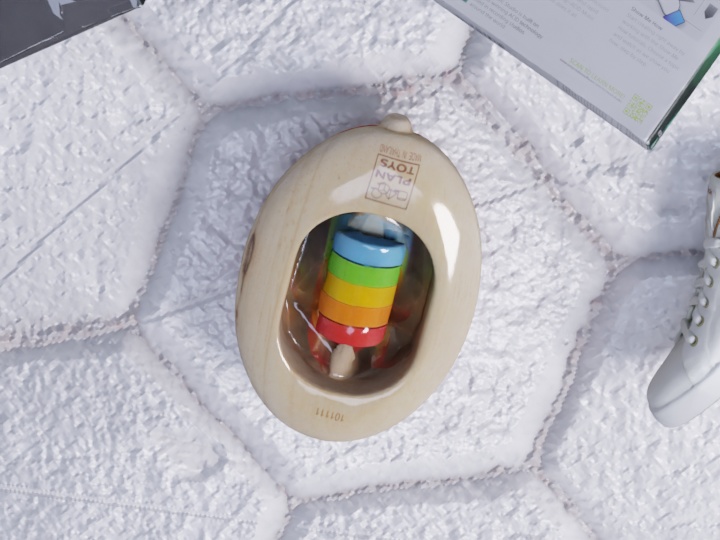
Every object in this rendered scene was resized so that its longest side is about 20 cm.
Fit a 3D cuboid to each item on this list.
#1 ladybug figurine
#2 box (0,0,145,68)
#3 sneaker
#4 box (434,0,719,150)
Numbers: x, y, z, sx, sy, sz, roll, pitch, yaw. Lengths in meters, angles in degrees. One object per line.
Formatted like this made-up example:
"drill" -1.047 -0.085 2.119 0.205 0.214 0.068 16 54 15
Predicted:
"ladybug figurine" 0.000 0.000 1.557 0.135 0.072 0.201 16 114 -5
"box" -0.184 -0.205 1.408 0.124 0.200 0.149 -23 111 12
"sneaker" 0.211 -0.007 1.549 0.085 0.073 0.200 35 100 -9
"box" 0.151 -0.185 1.432 0.144 0.036 0.200 36 93 9
